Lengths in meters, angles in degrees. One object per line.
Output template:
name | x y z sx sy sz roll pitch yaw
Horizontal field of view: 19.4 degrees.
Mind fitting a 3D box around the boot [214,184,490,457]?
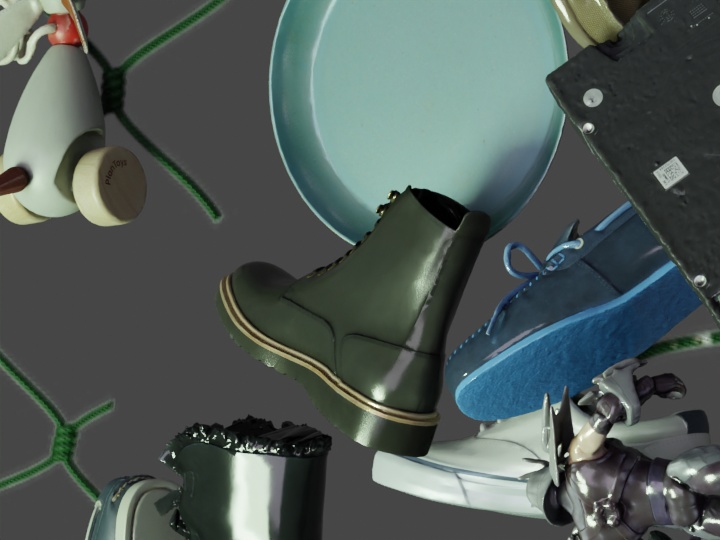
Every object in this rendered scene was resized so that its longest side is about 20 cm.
boot | 0.000 0.000 1.184 0.200 0.077 0.139 34 110 47

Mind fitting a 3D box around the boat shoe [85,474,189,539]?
boat shoe | -0.149 0.227 1.305 0.062 0.074 0.202 -4 82 52

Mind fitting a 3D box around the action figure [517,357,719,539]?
action figure | 0.165 0.109 1.035 0.199 0.069 0.131 -1 125 33

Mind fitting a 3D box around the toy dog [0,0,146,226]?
toy dog | -0.205 -0.115 1.313 0.131 0.096 0.201 -28 78 31

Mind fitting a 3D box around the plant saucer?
plant saucer | 0.036 -0.107 1.199 0.199 0.027 0.202 3 95 33

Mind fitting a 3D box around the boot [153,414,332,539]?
boot | -0.035 0.175 1.235 0.197 0.073 0.164 6 96 37

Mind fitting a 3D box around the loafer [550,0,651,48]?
loafer | 0.137 -0.213 1.098 0.067 0.076 0.202 1 93 39

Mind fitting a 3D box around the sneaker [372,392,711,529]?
sneaker | 0.101 0.099 1.151 0.198 0.073 0.072 3 82 25

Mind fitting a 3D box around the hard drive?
hard drive | 0.200 -0.058 1.043 0.139 0.038 0.201 -36 61 4

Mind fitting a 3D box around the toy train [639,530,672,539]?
toy train | 0.170 0.221 1.100 0.200 0.086 0.115 41 104 27

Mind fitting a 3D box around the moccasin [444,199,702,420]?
moccasin | 0.129 0.006 1.110 0.199 0.081 0.068 -31 54 3
